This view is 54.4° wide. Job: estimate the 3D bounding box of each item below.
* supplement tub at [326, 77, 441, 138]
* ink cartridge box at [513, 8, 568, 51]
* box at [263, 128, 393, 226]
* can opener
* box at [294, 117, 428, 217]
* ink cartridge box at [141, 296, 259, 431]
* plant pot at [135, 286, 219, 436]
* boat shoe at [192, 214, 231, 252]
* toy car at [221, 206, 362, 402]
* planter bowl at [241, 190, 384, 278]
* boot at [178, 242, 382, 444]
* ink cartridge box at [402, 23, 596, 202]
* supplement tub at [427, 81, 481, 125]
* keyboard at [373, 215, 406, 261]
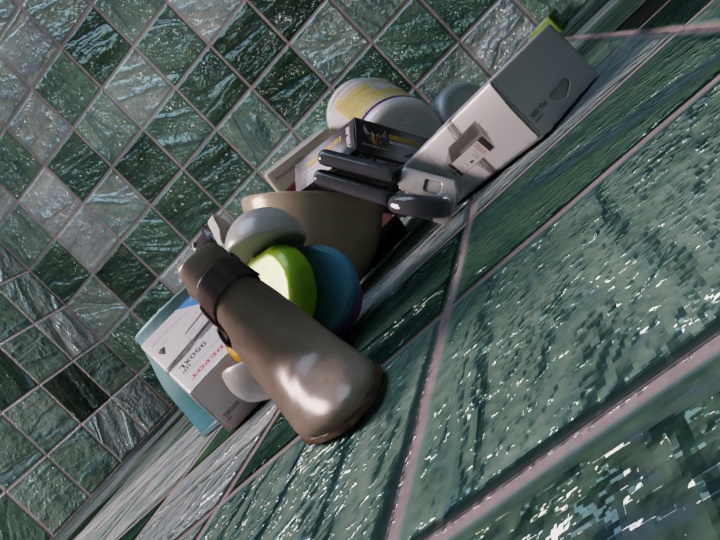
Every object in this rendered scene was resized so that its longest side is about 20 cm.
[{"bbox_3d":[0.032,-0.234,1.155,0.145,0.145,0.200,-44,34,5],"label":"supplement tub"},{"bbox_3d":[0.657,-0.854,2.589,0.200,0.076,0.148,-43,5,39],"label":"ink cartridge box"},{"bbox_3d":[-0.051,-0.119,1.164,0.128,0.200,0.109,-39,13,-1],"label":"box"},{"bbox_3d":[0.022,-0.104,0.839,0.067,0.200,0.053,-8,-66,-60],"label":"can opener"},{"bbox_3d":[0.031,-0.140,0.998,0.158,0.200,0.048,-27,60,52],"label":"box"},{"bbox_3d":[-0.183,0.100,0.924,0.145,0.084,0.200,-47,33,-16],"label":"ink cartridge box"},{"bbox_3d":[-0.247,0.126,1.122,0.200,0.188,0.200,-44,5,5],"label":"plant pot"},{"bbox_3d":[-0.175,-0.001,0.908,0.060,0.074,0.200,-48,42,11],"label":"boat shoe"},{"bbox_3d":[-0.072,0.036,0.745,0.150,0.175,0.200,-5,-18,-29],"label":"toy car"},{"bbox_3d":[-0.067,-0.030,0.979,0.200,0.200,0.135,163,108,-81],"label":"planter bowl"},{"bbox_3d":[-0.066,0.042,0.492,0.070,0.146,0.200,-44,4,-15],"label":"boot"},{"bbox_3d":[0.160,-0.177,0.836,0.147,0.083,0.200,-47,4,-32],"label":"ink cartridge box"},{"bbox_3d":[0.146,-0.231,1.227,0.123,0.123,0.200,-47,5,-28],"label":"supplement tub"},{"bbox_3d":[0.000,0.000,1.106,0.200,0.040,0.104,-45,-18,2],"label":"keyboard"}]
